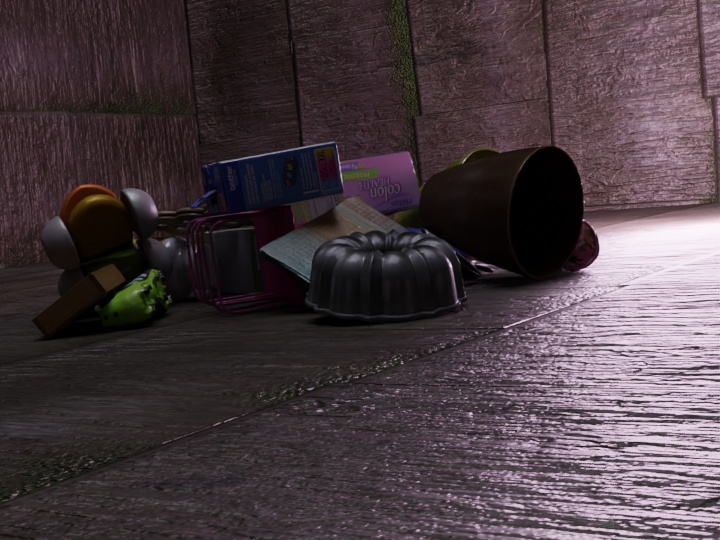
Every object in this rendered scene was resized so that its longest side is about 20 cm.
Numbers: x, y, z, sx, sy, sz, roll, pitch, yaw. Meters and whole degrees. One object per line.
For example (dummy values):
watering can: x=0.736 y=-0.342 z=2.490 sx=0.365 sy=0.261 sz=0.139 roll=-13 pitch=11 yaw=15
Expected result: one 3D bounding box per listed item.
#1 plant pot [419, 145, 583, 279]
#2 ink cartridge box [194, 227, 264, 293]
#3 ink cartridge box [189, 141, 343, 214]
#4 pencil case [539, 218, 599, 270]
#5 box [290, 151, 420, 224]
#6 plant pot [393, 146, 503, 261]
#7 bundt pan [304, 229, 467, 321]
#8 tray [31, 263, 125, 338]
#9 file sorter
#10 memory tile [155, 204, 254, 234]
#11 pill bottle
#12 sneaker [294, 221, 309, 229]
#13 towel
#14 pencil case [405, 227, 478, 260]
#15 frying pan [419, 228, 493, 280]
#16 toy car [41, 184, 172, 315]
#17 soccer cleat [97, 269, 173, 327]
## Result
plant pot: x=0.189 y=-0.091 z=1.684 sx=0.200 sy=0.188 sz=0.187 roll=9 pitch=13 yaw=43
ink cartridge box: x=-0.207 y=-0.017 z=1.939 sx=0.059 sy=0.104 sz=0.200 roll=-8 pitch=5 yaw=-35
ink cartridge box: x=-0.140 y=-0.124 z=1.612 sx=0.199 sy=0.077 sz=0.136 roll=-10 pitch=5 yaw=-17
pencil case: x=0.298 y=-0.044 z=1.806 sx=0.083 sy=0.087 sz=0.200 roll=-38 pitch=9 yaw=-6
box: x=-0.032 y=-0.124 z=1.967 sx=0.176 sy=0.097 sz=0.200 roll=-14 pitch=0 yaw=-41
plant pot: x=0.166 y=-0.089 z=2.005 sx=0.200 sy=0.201 sz=0.193 roll=-10 pitch=-6 yaw=-43
bundt pan: x=0.030 y=-0.001 z=1.406 sx=0.201 sy=0.076 sz=0.202 roll=-2 pitch=15 yaw=0
tray: x=-0.382 y=0.040 z=1.594 sx=0.099 sy=0.037 sz=0.200 roll=-38 pitch=5 yaw=-1
file sorter: x=-0.171 y=-0.015 z=1.665 sx=0.125 sy=0.140 sz=0.200 roll=-10 pitch=6 yaw=-17
memory tile: x=-0.259 y=-0.081 z=1.851 sx=0.199 sy=0.017 sz=0.153 roll=-5 pitch=-7 yaw=28
pill bottle: x=-0.337 y=-0.002 z=1.902 sx=0.199 sy=0.105 sz=0.104 roll=-4 pitch=5 yaw=24
sneaker: x=-0.007 y=-0.014 z=1.649 sx=0.199 sy=0.077 sz=0.080 roll=23 pitch=10 yaw=10
towel: x=-0.019 y=-0.026 z=1.567 sx=0.146 sy=0.022 sz=0.200 roll=34 pitch=43 yaw=23
pencil case: x=0.102 y=-0.032 z=1.905 sx=0.087 sy=0.078 sz=0.200 roll=-16 pitch=10 yaw=-36
frying pan: x=0.138 y=-0.022 z=1.746 sx=0.115 sy=0.031 sz=0.190 roll=38 pitch=8 yaw=10
toy car: x=-0.398 y=-0.040 z=1.783 sx=0.175 sy=0.201 sz=0.150 roll=-24 pitch=34 yaw=-20
soccer cleat: x=-0.314 y=0.041 z=1.614 sx=0.081 sy=0.068 sz=0.200 roll=-18 pitch=4 yaw=2
